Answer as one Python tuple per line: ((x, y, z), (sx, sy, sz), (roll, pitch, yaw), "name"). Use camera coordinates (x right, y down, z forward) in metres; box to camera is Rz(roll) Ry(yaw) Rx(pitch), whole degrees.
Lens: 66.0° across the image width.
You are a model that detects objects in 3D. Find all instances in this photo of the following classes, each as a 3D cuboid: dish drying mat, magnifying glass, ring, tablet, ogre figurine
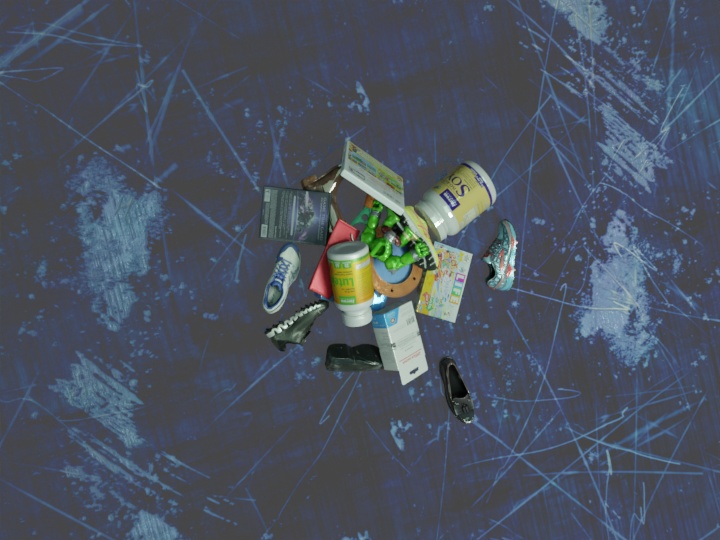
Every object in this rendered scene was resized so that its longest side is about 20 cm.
((-0.071, -0.030, 1.479), (0.076, 0.018, 0.204), (27, 82, -26), "dish drying mat")
((0.015, -0.158, 1.581), (0.078, 0.022, 0.205), (16, 88, -6), "magnifying glass")
((0.088, -0.027, 1.536), (0.196, 0.019, 0.207), (4, 80, -27), "ring")
((0.105, -0.026, 1.561), (0.195, 0.014, 0.134), (-5, 85, -27), "tablet")
((0.075, -0.082, 1.459), (0.200, 0.098, 0.120), (44, 97, -2), "ogre figurine")

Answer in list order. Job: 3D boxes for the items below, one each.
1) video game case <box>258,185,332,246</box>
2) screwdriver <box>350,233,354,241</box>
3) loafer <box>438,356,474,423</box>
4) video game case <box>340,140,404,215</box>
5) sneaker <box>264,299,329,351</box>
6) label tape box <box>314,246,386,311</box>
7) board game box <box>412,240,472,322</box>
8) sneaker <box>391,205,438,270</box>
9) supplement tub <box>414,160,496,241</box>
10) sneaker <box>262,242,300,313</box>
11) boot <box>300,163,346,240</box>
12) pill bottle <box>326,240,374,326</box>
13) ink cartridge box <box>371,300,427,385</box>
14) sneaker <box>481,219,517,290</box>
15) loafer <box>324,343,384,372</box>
((-0.180, -0.150, 1.529), (0.194, 0.019, 0.147), (7, 93, 9), "video game case")
((0.000, 0.000, 1.500), (0.027, 0.029, 0.205), (-12, 107, 14), "screwdriver")
((0.278, 0.349, 1.594), (0.070, 0.063, 0.205), (-21, 93, -6), "loafer")
((0.035, -0.252, 1.494), (0.197, 0.184, 0.023), (31, 122, -19), "video game case")
((-0.163, 0.157, 1.544), (0.197, 0.066, 0.092), (-31, 96, -2), "sneaker")
((-0.017, 0.025, 1.551), (0.196, 0.063, 0.148), (15, 88, -24), "label tape box")
((0.234, 0.033, 1.585), (0.131, 0.034, 0.205), (15, 89, -22), "board game box")
((0.164, -0.096, 1.529), (0.090, 0.078, 0.203), (-32, 92, -44), "sneaker")
((0.262, -0.192, 1.546), (0.199, 0.145, 0.147), (-38, 94, -5), "supplement tub")
((-0.214, 0.022, 1.523), (0.073, 0.088, 0.205), (17, 87, -4), "sneaker")
((-0.057, -0.183, 1.550), (0.182, 0.064, 0.205), (-20, 89, 7), "boot")
((-0.021, 0.037, 1.445), (0.108, 0.111, 0.205), (-10, 110, -6), "pill bottle")
((0.109, 0.200, 1.543), (0.114, 0.067, 0.205), (-20, 99, -38), "ink cartridge box")
((0.397, -0.046, 1.597), (0.093, 0.079, 0.206), (2, 90, -4), "sneaker")
((-0.006, 0.254, 1.569), (0.194, 0.074, 0.073), (9, 128, -13), "loafer")
